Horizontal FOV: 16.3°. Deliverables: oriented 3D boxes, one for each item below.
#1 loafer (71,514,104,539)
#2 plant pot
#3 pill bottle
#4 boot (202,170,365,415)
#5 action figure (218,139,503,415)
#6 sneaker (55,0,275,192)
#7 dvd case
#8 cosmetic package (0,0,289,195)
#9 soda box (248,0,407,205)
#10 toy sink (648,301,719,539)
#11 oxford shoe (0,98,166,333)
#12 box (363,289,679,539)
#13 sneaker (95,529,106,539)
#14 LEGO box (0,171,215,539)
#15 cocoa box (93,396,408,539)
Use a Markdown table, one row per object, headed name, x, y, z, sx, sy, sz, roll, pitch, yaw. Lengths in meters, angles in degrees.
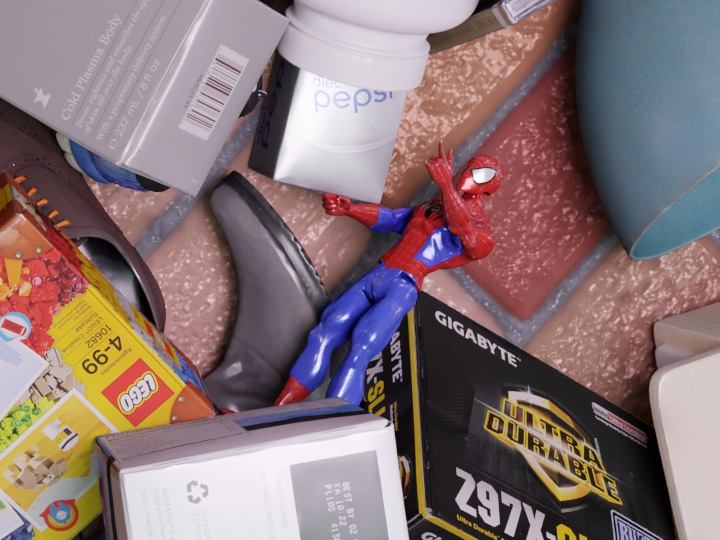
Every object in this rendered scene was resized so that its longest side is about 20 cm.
| name | x | y | z | sx | sy | sz | roll | pitch | yaw |
| --- | --- | --- | --- | --- | --- | --- | --- | --- | --- |
| loafer | -0.186 | 0.062 | 1.344 | 0.063 | 0.072 | 0.200 | -34 | 112 | -25 |
| plant pot | 0.195 | -0.116 | 1.363 | 0.200 | 0.200 | 0.135 | -30 | 78 | -9 |
| pill bottle | 0.018 | -0.196 | 1.248 | 0.112 | 0.112 | 0.200 | 9 | 111 | -16 |
| boot | -0.070 | 0.058 | 1.370 | 0.132 | 0.070 | 0.200 | -27 | 100 | -4 |
| action figure | 0.000 | 0.000 | 1.302 | 0.200 | 0.065 | 0.099 | -48 | 134 | -16 |
| sneaker | -0.072 | -0.123 | 1.316 | 0.079 | 0.089 | 0.200 | 34 | 86 | -47 |
| dvd case | 0.116 | -0.162 | 1.315 | 0.149 | 0.200 | 0.016 | -32 | 95 | -8 |
| cosmetic package | -0.148 | -0.130 | 1.253 | 0.200 | 0.090 | 0.107 | 28 | 93 | 24 |
| soda box | -0.003 | -0.141 | 1.356 | 0.063 | 0.068 | 0.200 | 13 | 95 | -16 |
| toy sink | 0.241 | 0.083 | 1.428 | 0.200 | 0.112 | 0.131 | -18 | 102 | -18 |
| oxford shoe | -0.170 | -0.034 | 1.324 | 0.071 | 0.073 | 0.200 | -45 | 106 | -5 |
| box | 0.090 | 0.117 | 1.353 | 0.200 | 0.160 | 0.049 | 31 | 129 | -29 |
| sneaker | -0.067 | 0.202 | 1.302 | 0.082 | 0.074 | 0.200 | -48 | 111 | -30 |
| LEGO box | -0.199 | 0.075 | 1.258 | 0.200 | 0.077 | 0.149 | -41 | 112 | 4 |
| cocoa box | -0.045 | 0.171 | 1.192 | 0.133 | 0.131 | 0.200 | -9 | 95 | -11 |
